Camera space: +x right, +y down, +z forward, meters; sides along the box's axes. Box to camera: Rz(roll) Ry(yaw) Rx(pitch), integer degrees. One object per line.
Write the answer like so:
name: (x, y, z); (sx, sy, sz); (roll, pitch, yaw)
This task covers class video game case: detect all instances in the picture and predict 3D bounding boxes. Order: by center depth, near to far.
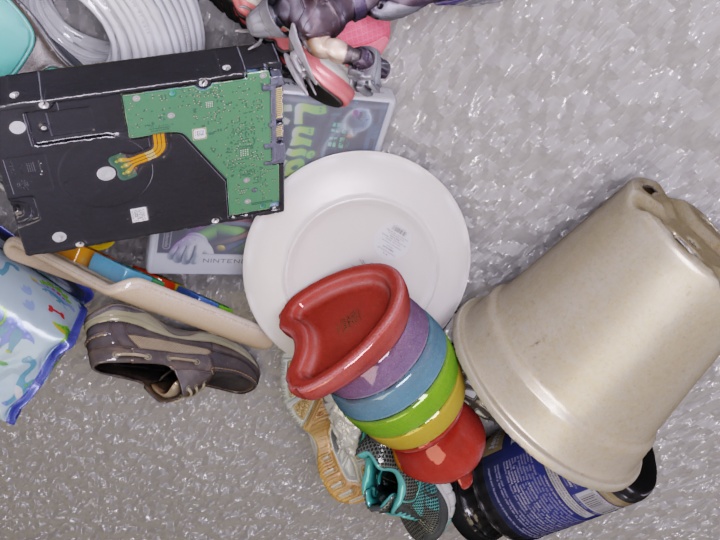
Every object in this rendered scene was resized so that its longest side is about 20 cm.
video game case: (-0.080, -0.072, 0.739); (0.179, 0.024, 0.201); (1, 134, -20)

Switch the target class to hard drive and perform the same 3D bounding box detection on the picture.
hard drive: (-0.153, -0.085, 0.631); (0.197, 0.038, 0.141); (-11, 141, -13)

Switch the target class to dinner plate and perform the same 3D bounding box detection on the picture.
dinner plate: (0.000, 0.000, 0.747); (0.197, 0.024, 0.203); (-4, 111, -10)

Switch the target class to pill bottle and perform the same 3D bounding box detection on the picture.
pill bottle: (0.182, 0.203, 0.881); (0.112, 0.112, 0.199); (42, 128, -19)

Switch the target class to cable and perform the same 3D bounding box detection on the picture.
cable: (-0.214, -0.198, 0.677); (0.198, 0.070, 0.201); (-11, 129, 35)

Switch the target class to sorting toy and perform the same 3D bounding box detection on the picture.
sorting toy: (-0.196, 0.015, 0.798); (0.198, 0.037, 0.184); (14, 171, 40)

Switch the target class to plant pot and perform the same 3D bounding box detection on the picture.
plant pot: (0.205, 0.038, 0.700); (0.199, 0.201, 0.184); (32, 120, -12)

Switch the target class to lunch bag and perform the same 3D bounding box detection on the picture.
lunch bag: (-0.356, 0.026, 0.850); (0.169, 0.200, 0.128); (38, 96, -17)

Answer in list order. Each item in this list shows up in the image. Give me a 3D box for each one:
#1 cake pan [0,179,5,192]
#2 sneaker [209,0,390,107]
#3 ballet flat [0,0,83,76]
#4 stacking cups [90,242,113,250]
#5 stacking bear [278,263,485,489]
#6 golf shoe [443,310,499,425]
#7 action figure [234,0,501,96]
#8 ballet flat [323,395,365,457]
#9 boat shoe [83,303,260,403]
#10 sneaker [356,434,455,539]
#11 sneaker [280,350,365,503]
cake pan: (-0.289, -0.122, 0.714); (0.037, 0.200, 0.201); (-39, 114, 1)
sneaker: (-0.060, -0.214, 0.648); (0.200, 0.074, 0.087); (44, 86, -3)
ballet flat: (-0.244, -0.148, 0.645); (0.073, 0.074, 0.200); (-29, 124, 34)
stacking cups: (-0.193, -0.085, 0.776); (0.060, 0.061, 0.199); (42, 132, -19)
stacking bear: (0.035, 0.101, 0.726); (0.113, 0.122, 0.201); (-31, 122, 9)
golf shoe: (0.110, 0.088, 0.831); (0.197, 0.078, 0.095); (2, 129, 13)
action figure: (0.011, -0.188, 0.590); (0.197, 0.069, 0.132); (-18, 97, 0)
ballet flat: (-0.011, 0.075, 0.827); (0.071, 0.072, 0.203); (13, 106, 5)
boat shoe: (-0.193, 0.101, 0.903); (0.198, 0.074, 0.074); (22, 141, -32)
sneaker: (0.036, 0.207, 0.855); (0.077, 0.091, 0.202); (17, 136, 36)
sneaker: (-0.035, 0.139, 0.920); (0.075, 0.088, 0.203); (-14, 103, 1)
